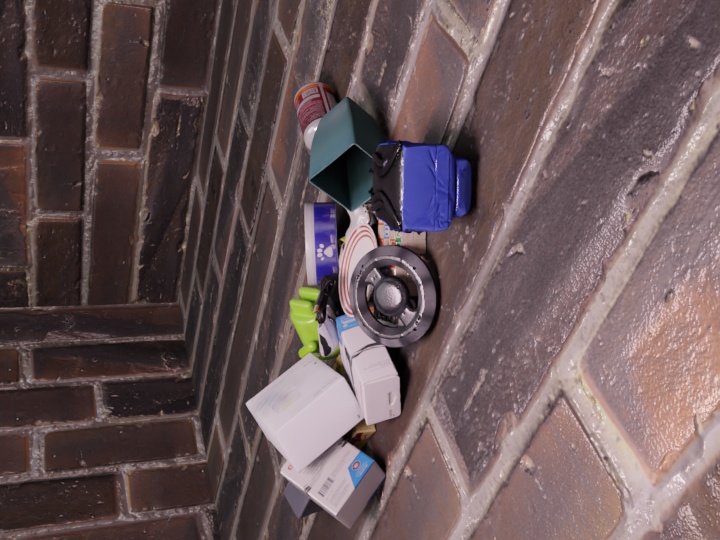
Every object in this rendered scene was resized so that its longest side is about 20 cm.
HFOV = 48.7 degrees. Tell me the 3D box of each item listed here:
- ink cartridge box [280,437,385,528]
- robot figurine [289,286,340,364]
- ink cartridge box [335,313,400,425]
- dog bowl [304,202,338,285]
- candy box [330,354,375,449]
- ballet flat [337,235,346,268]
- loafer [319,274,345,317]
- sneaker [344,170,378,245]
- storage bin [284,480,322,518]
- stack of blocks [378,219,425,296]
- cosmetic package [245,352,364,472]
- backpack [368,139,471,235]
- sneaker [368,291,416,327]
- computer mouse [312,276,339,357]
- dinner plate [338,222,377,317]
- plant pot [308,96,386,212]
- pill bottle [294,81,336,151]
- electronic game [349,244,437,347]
[{"bbox_3d":[-0.064,0.462,1.811,0.198,0.147,0.085,25,159,41],"label":"ink cartridge box"},{"bbox_3d":[-0.101,0.136,1.969,0.114,0.176,0.203,5,133,35],"label":"robot figurine"},{"bbox_3d":[0.017,0.208,1.733,0.202,0.082,0.147,-116,14,-45],"label":"ink cartridge box"},{"bbox_3d":[-0.095,-0.066,1.967,0.200,0.077,0.206,178,90,-88],"label":"dog bowl"},{"bbox_3d":[-0.026,0.318,1.921,0.116,0.054,0.204,122,140,-50],"label":"candy box"},{"bbox_3d":[-0.015,0.006,1.871,0.067,0.065,0.204,125,138,-54],"label":"ballet flat"},{"bbox_3d":[-0.037,0.098,1.864,0.072,0.072,0.204,12,126,64],"label":"loafer"},{"bbox_3d":[0.009,-0.132,1.831,0.086,0.073,0.206,-6,90,53],"label":"sneaker"},{"bbox_3d":[-0.099,0.531,1.974,0.146,0.132,0.202,53,142,27],"label":"storage bin"},{"bbox_3d":[0.085,-0.051,1.639,0.115,0.057,0.206,-172,82,-67],"label":"stack of blocks"},{"bbox_3d":[-0.128,0.317,1.814,0.199,0.198,0.124,23,146,60],"label":"cosmetic package"},{"bbox_3d":[0.103,-0.151,1.455,0.200,0.164,0.167,-155,69,-69],"label":"backpack"},{"bbox_3d":[0.061,0.089,1.678,0.199,0.078,0.076,-160,73,-65],"label":"sneaker"},{"bbox_3d":[-0.069,0.118,1.785,0.202,0.043,0.111,84,-165,-48],"label":"computer mouse"},{"bbox_3d":[0.000,0.000,1.724,0.200,0.024,0.205,141,133,-57],"label":"dinner plate"},{"bbox_3d":[-0.022,-0.271,1.755,0.140,0.140,0.203,-33,43,29],"label":"plant pot"},{"bbox_3d":[-0.099,-0.369,2.010,0.110,0.107,0.203,117,145,-48],"label":"pill bottle"},{"bbox_3d":[0.063,0.051,1.585,0.196,0.041,0.206,4,97,29],"label":"electronic game"}]
